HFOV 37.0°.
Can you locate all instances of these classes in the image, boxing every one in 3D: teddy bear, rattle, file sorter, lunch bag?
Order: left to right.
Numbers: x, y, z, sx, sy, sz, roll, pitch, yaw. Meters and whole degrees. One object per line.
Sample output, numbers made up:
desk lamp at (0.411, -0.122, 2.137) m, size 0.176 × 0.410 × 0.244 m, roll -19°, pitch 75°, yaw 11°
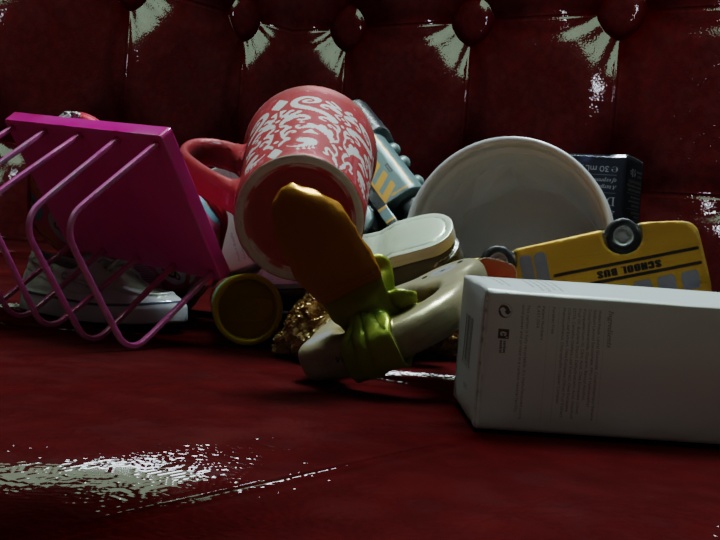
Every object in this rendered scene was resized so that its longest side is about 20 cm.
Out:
file sorter at (-0.236, -0.031, 0.877) m, size 0.198 × 0.140 × 0.126 m, roll 10°, pitch 43°, yaw 36°
lunch bag at (-0.226, -0.057, 1.031) m, size 0.199 × 0.082 × 0.177 m, roll 32°, pitch -34°, yaw 6°
teddy bear at (0.014, 0.038, 0.905) m, size 0.198 × 0.068 × 0.144 m, roll 4°, pitch 0°, yaw -32°
rattle at (0.026, -0.013, 0.770) m, size 0.199 × 0.144 × 0.130 m, roll -33°, pitch -3°, yaw -40°

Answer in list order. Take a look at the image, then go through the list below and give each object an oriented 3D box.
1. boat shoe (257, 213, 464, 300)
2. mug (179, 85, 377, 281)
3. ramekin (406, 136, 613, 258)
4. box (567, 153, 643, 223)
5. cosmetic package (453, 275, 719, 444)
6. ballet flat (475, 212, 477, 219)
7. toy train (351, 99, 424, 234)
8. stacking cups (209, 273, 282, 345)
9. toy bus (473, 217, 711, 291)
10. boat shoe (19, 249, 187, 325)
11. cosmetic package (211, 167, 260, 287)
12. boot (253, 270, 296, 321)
boat shoe at (-0.001, 0.002, 0.992) m, size 0.199 × 0.061 × 0.072 m, roll -11°, pitch 36°, yaw 22°
mug at (-0.068, -0.069, 0.958) m, size 0.176 × 0.135 × 0.200 m, roll -20°, pitch 20°, yaw 7°
ramekin at (0.147, -0.018, 1.031) m, size 0.198 × 0.203 × 0.105 m, roll 5°, pitch -6°, yaw 20°
box at (0.222, -0.026, 1.183) m, size 0.147 × 0.203 × 0.107 m, roll 5°, pitch 3°, yaw 24°
cosmetic package at (0.163, 0.052, 0.655) m, size 0.197 × 0.086 × 0.108 m, roll 5°, pitch 3°, yaw -1°
ballet flat at (0.099, 0.000, 1.182) m, size 0.069 × 0.068 × 0.201 m, roll -8°, pitch -35°, yaw -6°
toy train at (0.002, -0.091, 1.132) m, size 0.201 × 0.113 × 0.085 m, roll 55°, pitch -3°, yaw 35°
stacking cups at (-0.113, 0.035, 0.989) m, size 0.060 × 0.061 × 0.200 m, roll 4°, pitch -2°, yaw -12°
toy bus at (0.189, 0.006, 0.919) m, size 0.197 × 0.079 × 0.065 m, roll -12°, pitch -6°, yaw 7°
boat shoe at (-0.243, 0.013, 1.000) m, size 0.198 × 0.066 × 0.073 m, roll 6°, pitch 3°, yaw 28°
cosmetic package at (-0.167, -0.040, 1.148) m, size 0.198 × 0.114 × 0.081 m, roll -16°, pitch -5°, yaw 21°
boot at (-0.020, 0.027, 1.130) m, size 0.197 × 0.074 × 0.090 m, roll -6°, pitch 7°, yaw -18°
